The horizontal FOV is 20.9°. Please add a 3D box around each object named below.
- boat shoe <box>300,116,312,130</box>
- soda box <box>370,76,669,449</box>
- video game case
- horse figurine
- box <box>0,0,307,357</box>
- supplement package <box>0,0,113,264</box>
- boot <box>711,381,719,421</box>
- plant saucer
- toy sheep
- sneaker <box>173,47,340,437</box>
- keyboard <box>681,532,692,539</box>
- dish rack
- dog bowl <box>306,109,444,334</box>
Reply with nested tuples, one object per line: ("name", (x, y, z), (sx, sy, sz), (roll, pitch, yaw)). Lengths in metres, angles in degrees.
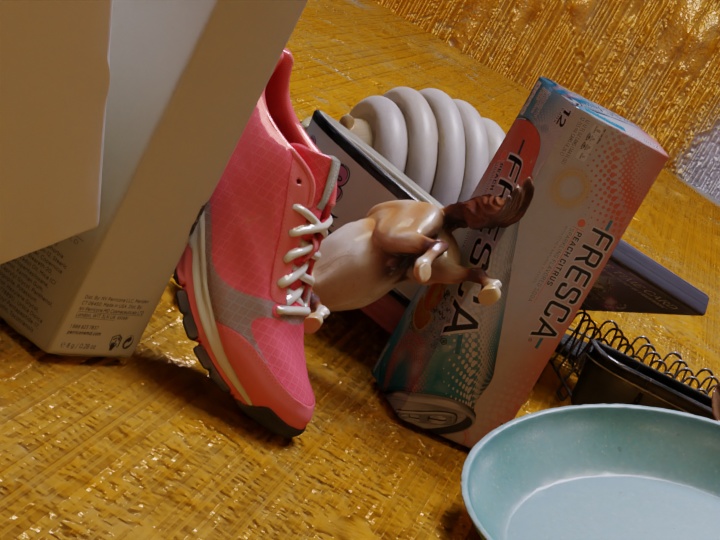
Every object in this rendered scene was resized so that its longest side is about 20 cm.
("boat shoe", (-0.048, -0.075, 1.371), (0.202, 0.075, 0.075), (34, 13, 19))
("soda box", (0.087, -0.002, 1.087), (0.068, 0.201, 0.064), (24, 12, -22))
("video game case", (0.122, -0.003, 1.358), (0.199, 0.019, 0.143), (1, -21, 47))
("horse figurine", (0.000, 0.000, 1.045), (0.133, 0.199, 0.050), (-113, -179, -68))
("box", (-0.108, -0.064, 0.899), (0.082, 0.201, 0.068), (36, 14, 28))
("supplement package", (-0.221, -0.104, 0.805), (0.150, 0.152, 0.200), (-24, 48, -37))
("boot", (0.280, 0.137, 1.124), (0.156, 0.077, 0.200), (55, 1, -14))
("plant saucer", (0.145, 0.130, 0.956), (0.199, 0.036, 0.200), (5, 26, -2))
("toy sheep", (0.047, -0.073, 1.460), (0.199, 0.139, 0.138), (5, 22, -24))
("sneaker", (-0.046, -0.021, 0.945), (0.074, 0.086, 0.201), (5, 67, -74))
("keyboard", (0.209, 0.187, 1.039), (0.104, 0.040, 0.200), (59, 21, 17))
("dish rack", (0.199, 0.078, 1.367), (0.153, 0.055, 0.200), (27, 12, -13))
("dog bowl", (0.027, -0.010, 1.213), (0.200, 0.074, 0.200), (39, 4, -3))
